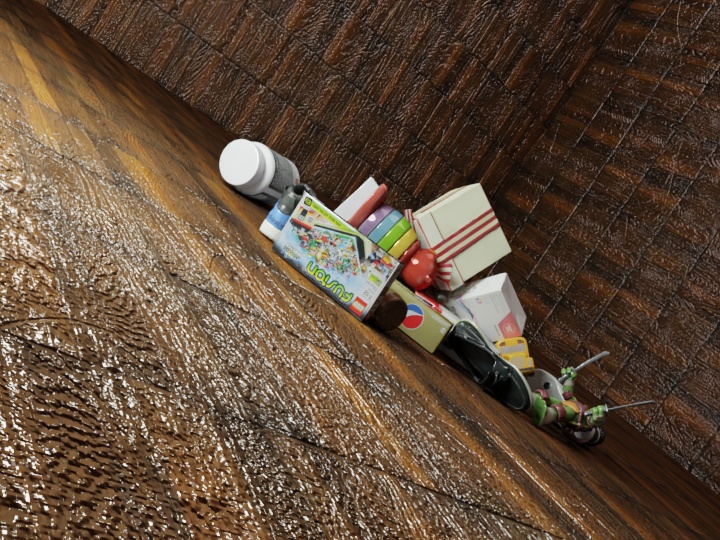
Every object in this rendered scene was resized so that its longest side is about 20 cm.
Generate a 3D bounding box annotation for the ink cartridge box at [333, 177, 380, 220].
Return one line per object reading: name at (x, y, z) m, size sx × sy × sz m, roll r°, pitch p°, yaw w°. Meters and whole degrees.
ink cartridge box at (-0.039, -0.114, 1.562) m, size 0.039 × 0.199 × 0.099 m, roll 49°, pitch 7°, yaw -4°

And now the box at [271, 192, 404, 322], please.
box at (-0.038, -0.022, 1.208) m, size 0.198 × 0.111 × 0.035 m, roll 37°, pitch 7°, yaw 18°

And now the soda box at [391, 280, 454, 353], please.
soda box at (0.075, 0.065, 1.387) m, size 0.198 × 0.065 × 0.068 m, roll 36°, pitch 5°, yaw 12°

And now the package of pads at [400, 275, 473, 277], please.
package of pads at (0.162, -0.001, 1.790) m, size 0.153 × 0.200 × 0.069 m, roll 33°, pitch 39°, yaw -19°

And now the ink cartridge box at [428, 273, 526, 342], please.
ink cartridge box at (0.230, 0.092, 1.568) m, size 0.118 × 0.197 × 0.068 m, roll 60°, pitch 34°, yaw -20°

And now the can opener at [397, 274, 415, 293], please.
can opener at (0.079, 0.011, 1.712) m, size 0.066 × 0.054 × 0.201 m, roll 15°, pitch 26°, yaw -30°

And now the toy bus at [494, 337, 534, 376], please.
toy bus at (0.306, 0.183, 1.541) m, size 0.063 × 0.080 × 0.200 m, roll -7°, pitch -11°, yaw 2°

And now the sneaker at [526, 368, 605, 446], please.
sneaker at (0.442, 0.304, 1.624) m, size 0.111 × 0.073 × 0.201 m, roll 34°, pitch 14°, yaw -45°

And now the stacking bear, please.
stacking bear at (0.073, -0.049, 1.478) m, size 0.200 × 0.114 × 0.122 m, roll 45°, pitch -10°, yaw 4°

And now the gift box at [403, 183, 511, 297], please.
gift box at (0.181, -0.070, 1.572) m, size 0.187 × 0.184 × 0.200 m, roll 61°, pitch -11°, yaw -3°

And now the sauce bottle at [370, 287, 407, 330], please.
sauce bottle at (0.006, 0.027, 1.284) m, size 0.065 × 0.067 × 0.200 m, roll 30°, pitch 10°, yaw -40°

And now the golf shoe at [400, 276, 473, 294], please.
golf shoe at (0.173, 0.027, 1.731) m, size 0.088 × 0.196 × 0.079 m, roll 41°, pitch 40°, yaw -53°

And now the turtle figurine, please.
turtle figurine at (0.407, 0.234, 1.441) m, size 0.189 × 0.201 × 0.147 m, roll 7°, pitch 51°, yaw -24°

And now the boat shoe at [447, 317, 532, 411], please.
boat shoe at (0.229, 0.179, 1.365) m, size 0.066 × 0.074 × 0.201 m, roll -24°, pitch 76°, yaw -48°

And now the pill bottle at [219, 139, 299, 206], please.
pill bottle at (-0.221, -0.215, 1.658) m, size 0.113 × 0.115 × 0.199 m, roll 36°, pitch 6°, yaw 19°

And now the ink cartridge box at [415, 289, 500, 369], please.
ink cartridge box at (0.172, 0.121, 1.486) m, size 0.198 × 0.068 × 0.116 m, roll 36°, pitch 5°, yaw 1°

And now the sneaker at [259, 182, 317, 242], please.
sneaker at (-0.110, -0.100, 1.395) m, size 0.076 × 0.112 × 0.200 m, roll 35°, pitch 5°, yaw 15°
